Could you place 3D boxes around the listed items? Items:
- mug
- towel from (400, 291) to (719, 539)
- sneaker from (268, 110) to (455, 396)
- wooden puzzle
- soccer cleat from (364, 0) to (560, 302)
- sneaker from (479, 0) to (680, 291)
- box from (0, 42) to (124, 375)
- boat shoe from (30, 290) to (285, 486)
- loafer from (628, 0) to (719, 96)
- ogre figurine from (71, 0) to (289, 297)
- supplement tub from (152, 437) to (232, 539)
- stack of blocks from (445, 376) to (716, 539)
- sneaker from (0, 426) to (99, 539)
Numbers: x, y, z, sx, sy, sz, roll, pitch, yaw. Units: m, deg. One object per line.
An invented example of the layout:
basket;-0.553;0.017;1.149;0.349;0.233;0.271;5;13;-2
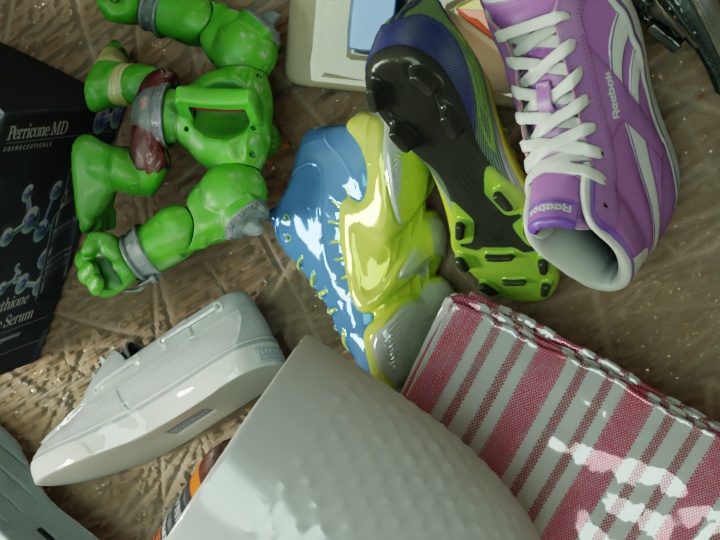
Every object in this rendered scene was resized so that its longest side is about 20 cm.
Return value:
mug;-0.008;0.160;0.646;0.175;0.200;0.148;34;147;2
towel;0.108;0.117;0.710;0.200;0.030;0.147;28;107;11
sneaker;0.000;0.000;0.777;0.105;0.076;0.201;8;102;35
wooden puzzle;0.049;-0.191;0.732;0.199;0.046;0.186;8;102;17
soccer cleat;0.069;-0.064;0.716;0.065;0.084;0.200;-9;131;33
sneaker;0.107;-0.081;0.659;0.073;0.114;0.201;-14;118;39
box;-0.255;-0.034;0.802;0.107;0.148;0.200;26;106;12
boat shoe;-0.141;0.078;0.831;0.200;0.072;0.069;-33;67;26
loafer;0.147;-0.177;0.679;0.063;0.072;0.200;-28;101;10
ogre figurine;-0.109;-0.086;0.769;0.120;0.098;0.200;0;58;14
supplement tub;-0.077;0.180;0.803;0.107;0.107;0.200;35;107;10
stack of blocks;0.132;0.154;0.755;0.200;0.059;0.115;29;106;11
sneaker;-0.248;0.177;0.877;0.200;0.073;0.071;43;132;17
